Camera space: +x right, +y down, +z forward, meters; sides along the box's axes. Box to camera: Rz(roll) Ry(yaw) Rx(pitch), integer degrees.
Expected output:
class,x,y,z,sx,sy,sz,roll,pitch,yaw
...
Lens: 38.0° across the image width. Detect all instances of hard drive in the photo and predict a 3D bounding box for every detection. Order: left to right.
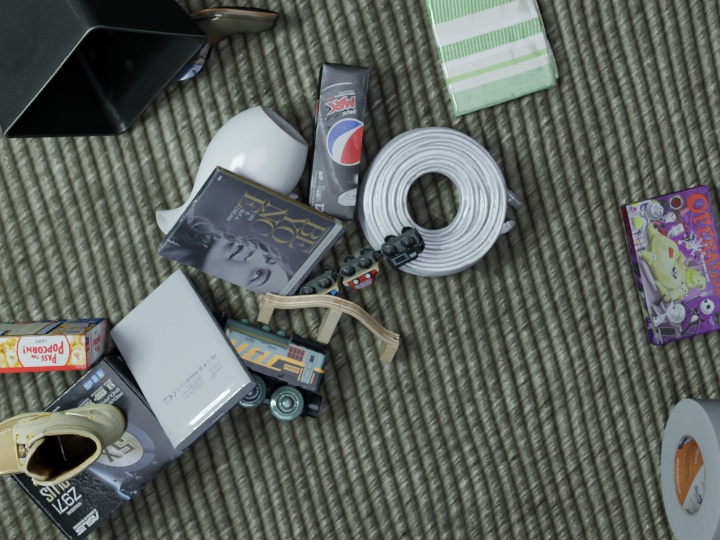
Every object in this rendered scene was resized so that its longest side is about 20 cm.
class,x,y,z,sx,sy,sz,roll,pitch,yaw
hard drive,-0.232,0.113,1.354,0.132,0.025,0.200,-41,60,7

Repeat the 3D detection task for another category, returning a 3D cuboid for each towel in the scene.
class,x,y,z,sx,sy,sz,roll,pitch,yaw
towel,0.172,-0.326,1.405,0.152,0.023,0.201,-17,97,-2

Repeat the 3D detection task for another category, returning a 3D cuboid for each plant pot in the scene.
class,x,y,z,sx,sy,sz,roll,pitch,yaw
plant pot,-0.345,-0.294,1.273,0.199,0.200,0.178,-38,76,30

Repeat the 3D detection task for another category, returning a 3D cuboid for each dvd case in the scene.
class,x,y,z,sx,sy,sz,roll,pitch,yaw
dvd case,-0.137,-0.041,1.340,0.199,0.016,0.149,23,122,-33

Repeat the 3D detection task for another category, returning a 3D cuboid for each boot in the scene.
class,x,y,z,sx,sy,sz,roll,pitch,yaw
boot,-0.394,0.219,1.262,0.199,0.155,0.073,-11,95,-2
boot,-0.201,-0.293,1.365,0.198,0.075,0.098,-1,105,6

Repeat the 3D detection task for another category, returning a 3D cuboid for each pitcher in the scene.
class,x,y,z,sx,sy,sz,roll,pitch,yaw
pitcher,-0.142,-0.098,1.368,0.171,0.121,0.200,35,103,-25

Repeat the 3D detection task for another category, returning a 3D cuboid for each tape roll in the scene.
class,x,y,z,sx,sy,sz,roll,pitch,yaw
tape roll,0.466,0.272,1.388,0.066,0.200,0.202,3,95,-5

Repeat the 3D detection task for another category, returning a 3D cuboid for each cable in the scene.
class,x,y,z,sx,sy,sz,roll,pitch,yaw
cable,0.097,-0.090,1.397,0.200,0.069,0.200,-40,96,1

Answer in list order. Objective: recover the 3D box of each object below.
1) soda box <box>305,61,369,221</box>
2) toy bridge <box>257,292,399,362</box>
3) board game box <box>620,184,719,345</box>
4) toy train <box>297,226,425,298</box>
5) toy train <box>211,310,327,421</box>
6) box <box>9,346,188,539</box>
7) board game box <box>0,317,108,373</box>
class,x,y,z,sx,sy,sz,roll,pitch,yaw
soda box,-0.032,-0.169,1.380,0.063,0.071,0.202,5,95,-7
toy bridge,-0.040,0.066,1.401,0.199,0.027,0.067,19,128,-9
board game box,0.440,-0.007,1.449,0.119,0.032,0.201,-15,96,-6
toy train,0.000,0.000,1.380,0.199,0.034,0.046,-26,121,26
toy train,-0.137,0.129,1.400,0.199,0.085,0.115,19,80,-2
box,-0.351,0.231,1.388,0.200,0.086,0.164,-40,97,0
board game box,-0.436,0.095,1.339,0.198,0.152,0.047,-2,95,-3
